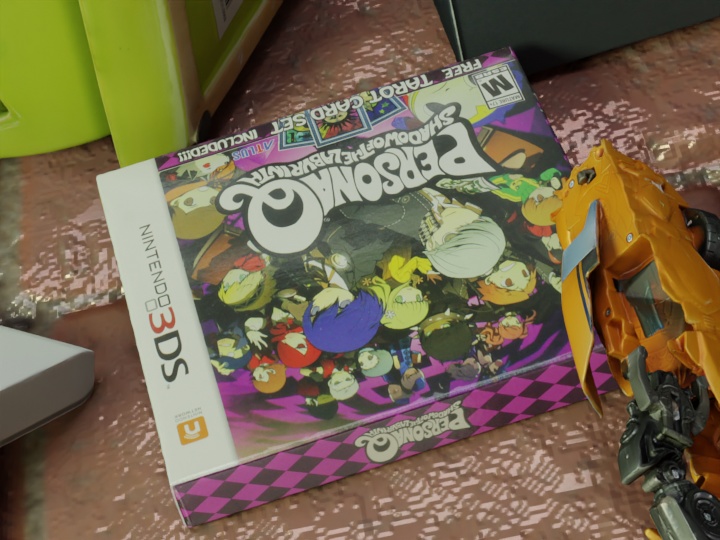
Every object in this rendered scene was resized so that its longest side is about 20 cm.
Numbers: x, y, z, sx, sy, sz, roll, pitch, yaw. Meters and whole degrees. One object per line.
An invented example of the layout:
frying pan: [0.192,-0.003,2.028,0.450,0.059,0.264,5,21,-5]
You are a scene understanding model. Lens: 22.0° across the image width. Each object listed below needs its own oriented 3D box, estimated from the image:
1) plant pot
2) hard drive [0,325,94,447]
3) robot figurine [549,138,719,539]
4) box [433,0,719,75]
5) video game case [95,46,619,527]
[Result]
plant pot: [-0.137,-0.169,0.861,0.181,0.200,0.199,15,53,16]
hard drive: [-0.229,0.038,0.763,0.199,0.027,0.132,13,19,24]
robot figurine: [0.134,0.050,0.659,0.145,0.058,0.200,16,46,-28]
box: [0.111,-0.212,0.885,0.199,0.123,0.199,-16,46,1]
video game case: [0.000,0.000,0.778,0.199,0.036,0.182,-17,48,-3]
